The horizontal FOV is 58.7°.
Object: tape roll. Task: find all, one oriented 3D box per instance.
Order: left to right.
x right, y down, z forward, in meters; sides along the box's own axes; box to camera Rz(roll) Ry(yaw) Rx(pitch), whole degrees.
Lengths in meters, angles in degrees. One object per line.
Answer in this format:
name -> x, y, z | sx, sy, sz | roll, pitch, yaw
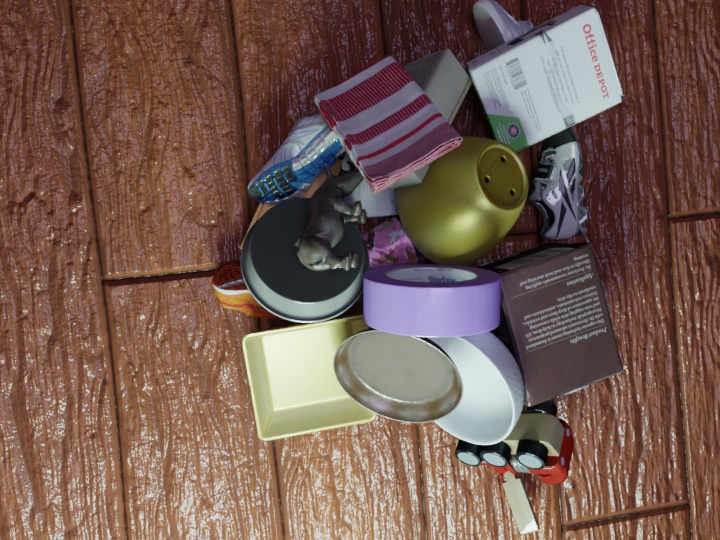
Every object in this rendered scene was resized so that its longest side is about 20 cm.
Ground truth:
tape roll -> 0.100, 0.038, 0.907 | 0.193, 0.200, 0.068 | -2, 99, -8

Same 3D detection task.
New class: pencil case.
pencil case -> 0.000, 0.000, 1.018 | 0.197, 0.083, 0.087 | -31, 62, -6

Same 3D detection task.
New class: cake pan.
cake pan -> -0.079, -0.024, 0.944 | 0.193, 0.037, 0.206 | 4, 61, -7

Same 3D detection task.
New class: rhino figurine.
rhino figurine -> -0.037, -0.084, 0.924 | 0.084, 0.060, 0.205 | 3, 58, 13

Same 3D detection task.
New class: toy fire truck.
toy fire truck -> 0.264, 0.317, 1.025 | 0.201, 0.173, 0.131 | 48, 50, -28

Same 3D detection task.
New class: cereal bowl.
cereal bowl -> 0.163, 0.156, 0.969 | 0.083, 0.198, 0.203 | -38, 97, -40

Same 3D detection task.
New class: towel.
towel -> 0.033, -0.214, 0.898 | 0.141, 0.023, 0.202 | -29, 60, -6

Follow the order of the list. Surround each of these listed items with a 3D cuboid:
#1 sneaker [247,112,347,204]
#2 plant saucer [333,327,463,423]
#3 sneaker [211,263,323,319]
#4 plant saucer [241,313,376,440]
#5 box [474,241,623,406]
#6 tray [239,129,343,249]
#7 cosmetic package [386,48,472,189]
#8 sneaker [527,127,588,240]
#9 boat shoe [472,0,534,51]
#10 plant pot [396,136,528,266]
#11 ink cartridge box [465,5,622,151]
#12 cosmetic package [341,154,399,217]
sneaker -> -0.093, -0.181, 0.978 | 0.197, 0.075, 0.088 | -34, 59, 4
plant saucer -> 0.056, 0.149, 0.937 | 0.197, 0.201, 0.033 | 31, 44, -7
sneaker -> -0.133, 0.040, 0.979 | 0.194, 0.078, 0.074 | 14, 54, 22
plant saucer -> -0.076, 0.158, 0.999 | 0.193, 0.049, 0.206 | -8, 118, -8
box -> 0.283, 0.076, 1.016 | 0.161, 0.164, 0.206 | -16, 94, -8
tray -> -0.108, -0.107, 1.021 | 0.096, 0.037, 0.205 | 24, 88, -8
cosmetic package -> 0.080, -0.229, 0.973 | 0.073, 0.102, 0.204 | 40, 67, -31
sneaker -> 0.318, -0.151, 1.059 | 0.086, 0.074, 0.207 | -10, 93, -9
boat shoe -> 0.262, -0.367, 1.047 | 0.068, 0.072, 0.201 | -41, 96, -7
plant pot -> 0.170, -0.120, 0.971 | 0.194, 0.141, 0.207 | 6, 76, -26
ink cartridge box -> 0.281, -0.291, 0.989 | 0.195, 0.085, 0.149 | -23, 111, 13
cosmetic package -> 0.012, -0.188, 1.014 | 0.081, 0.050, 0.207 | -5, 93, -37
